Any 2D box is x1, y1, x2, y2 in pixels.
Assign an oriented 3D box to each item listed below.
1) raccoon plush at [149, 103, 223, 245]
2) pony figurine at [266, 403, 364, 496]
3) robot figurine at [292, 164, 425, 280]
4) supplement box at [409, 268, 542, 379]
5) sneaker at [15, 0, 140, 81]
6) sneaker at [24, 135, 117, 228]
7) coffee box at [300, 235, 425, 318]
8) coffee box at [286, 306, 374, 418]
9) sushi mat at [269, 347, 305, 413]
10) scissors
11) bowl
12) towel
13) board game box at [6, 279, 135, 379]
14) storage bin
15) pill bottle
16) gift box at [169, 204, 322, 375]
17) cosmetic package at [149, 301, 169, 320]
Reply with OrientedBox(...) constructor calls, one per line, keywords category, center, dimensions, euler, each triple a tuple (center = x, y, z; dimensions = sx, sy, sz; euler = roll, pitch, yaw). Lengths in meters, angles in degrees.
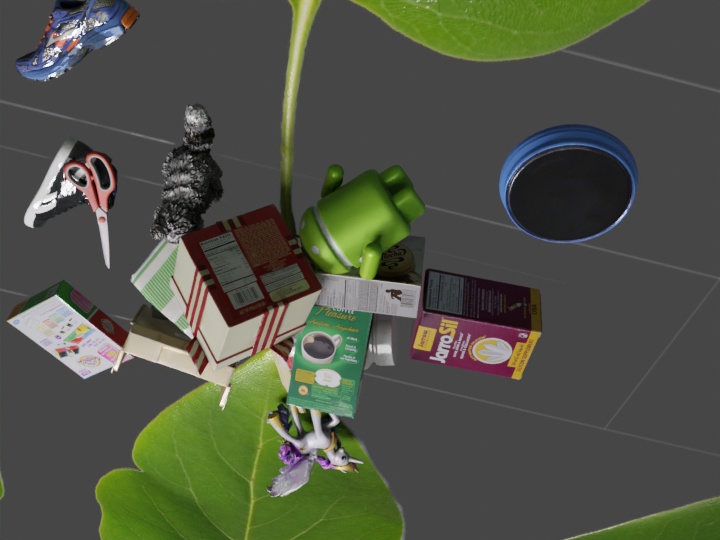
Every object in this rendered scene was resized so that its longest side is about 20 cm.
OrientedBox(category="raccoon plush", center=(-0.271, -0.132, 1.209), dimensions=(0.096, 0.134, 0.201), euler=(4, 135, 7))
OrientedBox(category="pony figurine", center=(-0.111, 0.358, 1.674), dimensions=(0.192, 0.167, 0.201), euler=(-19, 114, 16))
OrientedBox(category="robot figurine", center=(-0.005, -0.072, 1.217), dimensions=(0.199, 0.176, 0.116), euler=(-31, 154, 9))
OrientedBox(category="supplement box", center=(0.193, 0.091, 1.375), dimensions=(0.199, 0.104, 0.131), euler=(10, 136, 0))
OrientedBox(category="sneaker", center=(-0.391, -0.324, 1.096), dimensions=(0.199, 0.076, 0.079), euler=(-24, 118, 19))
OrientedBox(category="sneaker", center=(-0.457, -0.113, 1.302), dimensions=(0.112, 0.073, 0.200), euler=(30, 130, -18))
OrientedBox(category="coffee box", center=(0.000, 0.000, 1.311), dimensions=(0.199, 0.113, 0.080), euler=(7, 135, 4))
OrientedBox(category="coffee box", center=(-0.048, 0.136, 1.355), dimensions=(0.122, 0.044, 0.201), euler=(10, 97, 9))
OrientedBox(category="sushi mat", center=(-0.149, 0.180, 1.537), dimensions=(0.012, 0.096, 0.201), euler=(-27, 135, -14))
OrientedBox(category="scissors", center=(-0.399, -0.091, 1.270), dimensions=(0.073, 0.014, 0.201), euler=(-13, 122, 1))
OrientedBox(category="bowl", center=(0.304, -0.120, 1.194), dimensions=(0.199, 0.040, 0.201), euler=(5, 135, 5))
OrientedBox(category="towel", center=(-0.266, 0.027, 1.355), dimensions=(0.200, 0.023, 0.153), euler=(40, 95, -3))
OrientedBox(category="board game box", center=(-0.552, 0.119, 1.570), dimensions=(0.152, 0.040, 0.200), euler=(-22, 127, 28))
OrientedBox(category="storage bin", center=(-0.321, 0.152, 1.450), dimensions=(0.199, 0.199, 0.094), euler=(21, 95, -11))
OrientedBox(category="pill bottle", center=(-0.037, 0.119, 1.433), dimensions=(0.199, 0.114, 0.114), euler=(-1, 134, 10))
OrientedBox(category="gift box", center=(-0.179, 0.045, 1.230), dimensions=(0.184, 0.201, 0.187), euler=(-17, 160, -25))
OrientedBox(category="cosmetic package", center=(-0.262, 0.042, 1.424), dimensions=(0.199, 0.072, 0.102), euler=(9, 135, 0))
